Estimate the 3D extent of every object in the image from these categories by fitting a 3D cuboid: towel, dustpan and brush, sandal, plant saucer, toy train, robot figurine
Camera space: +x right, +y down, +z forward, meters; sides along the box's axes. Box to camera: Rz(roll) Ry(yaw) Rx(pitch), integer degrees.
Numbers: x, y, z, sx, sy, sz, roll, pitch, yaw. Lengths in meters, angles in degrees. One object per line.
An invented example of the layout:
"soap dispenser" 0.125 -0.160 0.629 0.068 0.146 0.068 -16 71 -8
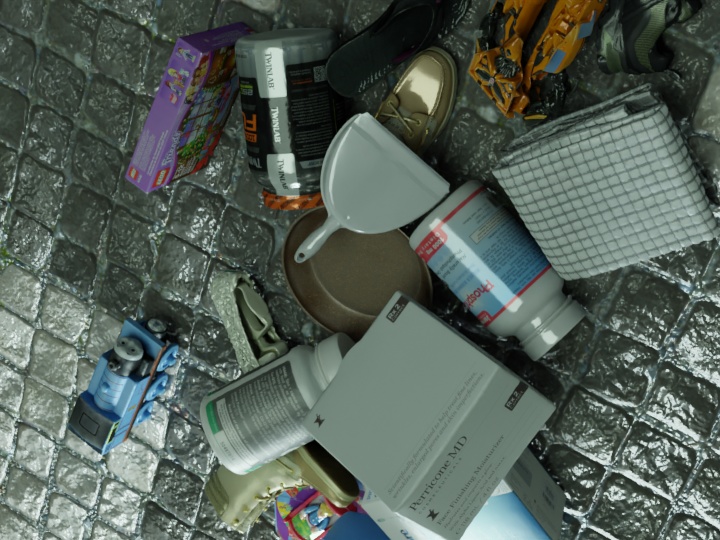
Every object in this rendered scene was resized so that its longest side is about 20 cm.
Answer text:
"towel" 0.265 -0.094 1.347 0.200 0.086 0.166 -20 113 33
"dustpan and brush" -0.011 -0.074 1.459 0.140 0.057 0.200 40 106 -12
"sandal" 0.048 -0.263 1.409 0.200 0.048 0.075 -42 111 11
"plant saucer" 0.000 0.000 1.551 0.200 0.037 0.201 13 126 19
"toy train" -0.324 0.155 1.748 0.087 0.114 0.200 35 120 13
"robot figurine" 0.179 -0.247 1.344 0.145 0.058 0.200 53 140 25

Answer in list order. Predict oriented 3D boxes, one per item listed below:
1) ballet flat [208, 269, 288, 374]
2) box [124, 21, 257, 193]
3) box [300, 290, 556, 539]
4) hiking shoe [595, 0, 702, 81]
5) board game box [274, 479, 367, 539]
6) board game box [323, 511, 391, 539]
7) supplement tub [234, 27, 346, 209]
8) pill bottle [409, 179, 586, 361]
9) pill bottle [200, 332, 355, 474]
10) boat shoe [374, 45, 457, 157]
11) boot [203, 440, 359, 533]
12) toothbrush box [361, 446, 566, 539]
"ballet flat" -0.131 0.088 1.644 0.072 0.072 0.200 -24 96 32
"box" -0.203 -0.199 1.547 0.039 0.137 0.200 35 120 13
"box" 0.074 0.165 1.445 0.199 0.131 0.200 -54 43 1
"hiking shoe" 0.300 -0.294 1.293 0.100 0.076 0.200 10 121 16
"board game box" -0.058 0.323 1.709 0.158 0.039 0.200 8 110 25
"board game box" 0.023 0.397 1.615 0.039 0.200 0.158 -35 45 53
"supplement tub" -0.077 -0.179 1.496 0.122 0.122 0.200 3 108 27
"pill bottle" 0.158 0.003 1.442 0.200 0.109 0.109 47 122 6
"pill bottle" -0.088 0.162 1.576 0.200 0.113 0.113 -28 93 14
"boat shoe" 0.049 -0.162 1.465 0.074 0.069 0.200 32 119 15
"boot" -0.107 0.285 1.661 0.200 0.073 0.156 36 98 28
"toothbrush box" 0.126 0.280 1.542 0.200 0.085 0.146 -21 122 31
